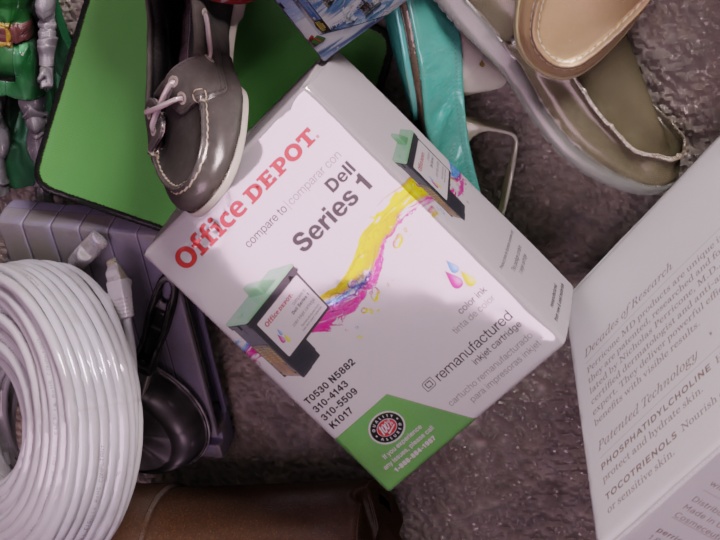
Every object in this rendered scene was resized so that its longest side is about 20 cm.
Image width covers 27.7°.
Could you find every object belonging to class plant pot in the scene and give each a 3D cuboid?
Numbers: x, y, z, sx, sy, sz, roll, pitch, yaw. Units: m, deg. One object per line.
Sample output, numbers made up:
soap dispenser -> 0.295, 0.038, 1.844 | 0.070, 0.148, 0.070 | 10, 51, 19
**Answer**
plant pot -> -0.071, 0.228, 0.997 | 0.197, 0.201, 0.202 | -11, 112, 14

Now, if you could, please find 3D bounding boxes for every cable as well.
cable -> -0.214, 0.094, 0.924 | 0.199, 0.069, 0.201 | -26, 72, 40

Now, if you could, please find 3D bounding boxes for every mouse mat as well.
mouse mat -> -0.092, -0.098, 0.896 | 0.199, 0.008, 0.162 | 19, 93, 11

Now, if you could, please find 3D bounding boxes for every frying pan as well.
frying pan -> -0.138, 0.086, 0.984 | 0.115, 0.031, 0.190 | 39, 135, -14

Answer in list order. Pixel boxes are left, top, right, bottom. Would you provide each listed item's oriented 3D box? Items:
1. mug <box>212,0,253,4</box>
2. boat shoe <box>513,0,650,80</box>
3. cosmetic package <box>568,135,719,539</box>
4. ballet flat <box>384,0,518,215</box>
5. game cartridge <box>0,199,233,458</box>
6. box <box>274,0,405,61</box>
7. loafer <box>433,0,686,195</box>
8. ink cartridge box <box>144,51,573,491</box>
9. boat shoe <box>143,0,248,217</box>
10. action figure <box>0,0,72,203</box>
mug -> -0.030, -0.237, 0.778 | 0.177, 0.134, 0.200 | 41, 124, -2
boat shoe -> 0.145, -0.186, 0.740 | 0.071, 0.065, 0.201 | 28, 103, -13
cosmetic package -> 0.228, 0.061, 0.772 | 0.167, 0.201, 0.167 | 28, 123, -18
ballet flat -> 0.056, -0.092, 0.865 | 0.070, 0.067, 0.201 | -11, 114, -3
game cartridge -> -0.164, 0.041, 0.995 | 0.129, 0.038, 0.201 | 9, 131, 21
box -> 0.029, -0.204, 0.730 | 0.199, 0.137, 0.040 | -35, 65, 5
loafer -> 0.116, -0.126, 0.812 | 0.200, 0.075, 0.070 | 45, 125, -6
ink cartridge box -> 0.000, 0.000, 0.828 | 0.200, 0.084, 0.145 | 44, 113, -7
boat shoe -> -0.100, -0.112, 0.812 | 0.057, 0.201, 0.067 | 28, 129, -29
action figure -> -0.225, -0.135, 0.934 | 0.117, 0.055, 0.201 | 5, 121, 3
